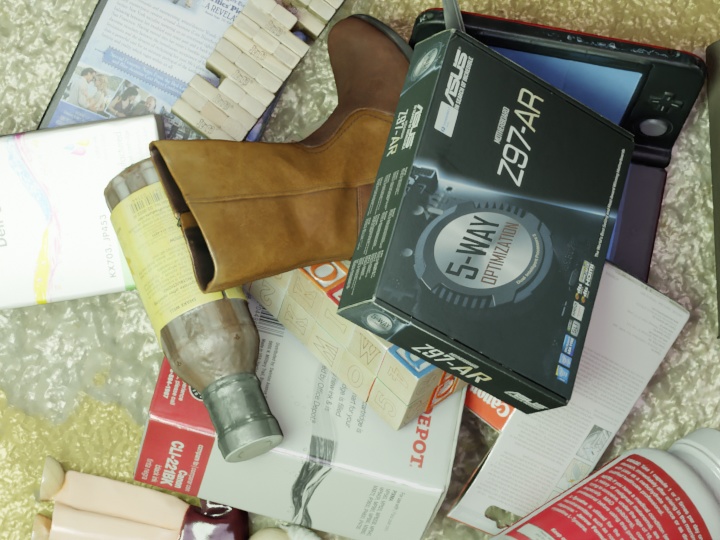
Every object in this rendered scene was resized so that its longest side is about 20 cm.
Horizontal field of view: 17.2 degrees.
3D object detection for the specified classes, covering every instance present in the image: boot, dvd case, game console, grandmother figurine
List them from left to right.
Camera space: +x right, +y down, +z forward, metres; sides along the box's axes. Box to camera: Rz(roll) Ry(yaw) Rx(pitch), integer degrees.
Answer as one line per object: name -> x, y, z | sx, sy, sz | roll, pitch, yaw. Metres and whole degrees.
dvd case -> -0.127, -0.136, 1.651 | 0.143, 0.018, 0.200 | 25, 88, -3
grandmother figurine -> -0.123, 0.187, 1.627 | 0.200, 0.061, 0.121 | 10, 97, -1
boot -> -0.047, -0.078, 1.534 | 0.200, 0.068, 0.188 | -8, 72, -29
game console -> 0.119, -0.074, 1.621 | 0.200, 0.172, 0.119 | 10, 62, -4

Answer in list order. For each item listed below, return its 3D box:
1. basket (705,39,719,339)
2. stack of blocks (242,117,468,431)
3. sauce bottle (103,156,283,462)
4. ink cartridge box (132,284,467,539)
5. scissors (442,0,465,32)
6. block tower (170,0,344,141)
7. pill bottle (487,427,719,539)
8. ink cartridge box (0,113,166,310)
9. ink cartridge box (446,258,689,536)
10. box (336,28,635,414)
basket -> 0.313, -0.068, 1.625 | 0.180, 0.136, 0.200 | -11, 86, 1
stack of blocks -> 0.000, 0.000, 1.577 | 0.115, 0.059, 0.200 | -31, 64, -36
sauce bottle -> -0.104, 0.025, 1.514 | 0.065, 0.065, 0.200 | -21, 72, -4
ink cartridge box -> -0.036, 0.089, 1.589 | 0.200, 0.084, 0.144 | 15, 51, -3
scissors -> 0.078, -0.112, 1.584 | 0.073, 0.014, 0.200 | 6, 120, 2
block tower -> -0.051, -0.174, 1.620 | 0.058, 0.054, 0.200 | 37, 87, -3
pill bottle -> 0.176, 0.190, 1.603 | 0.200, 0.112, 0.112 | -30, 91, -23
ink cartridge box -> -0.225, -0.035, 1.606 | 0.200, 0.067, 0.117 | -9, 95, 1
ink cartridge box -> 0.130, 0.086, 1.617 | 0.109, 0.050, 0.200 | 28, 97, -45
box -> 0.083, -0.031, 1.517 | 0.160, 0.044, 0.200 | 29, 64, -26
